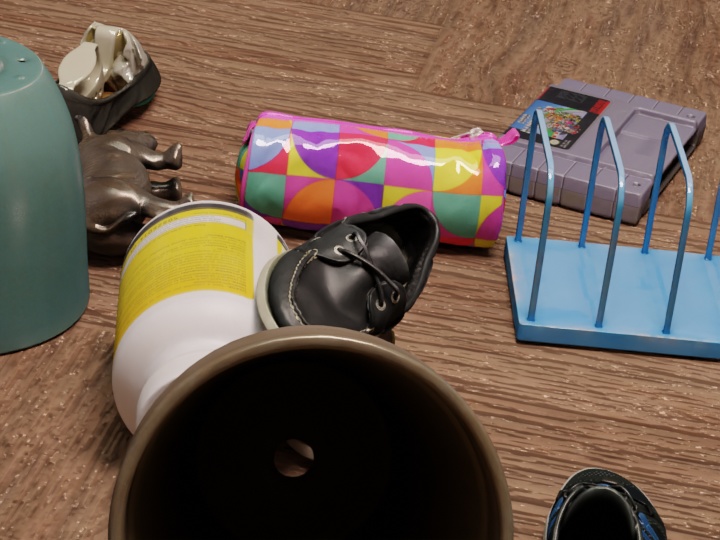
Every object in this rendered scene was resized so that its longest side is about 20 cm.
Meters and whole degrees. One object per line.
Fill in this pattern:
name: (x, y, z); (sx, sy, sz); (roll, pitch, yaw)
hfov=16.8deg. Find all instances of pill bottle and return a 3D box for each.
pill bottle: (-0.090, 0.047, 1.443); (0.112, 0.112, 0.200); (4, 26, -5)

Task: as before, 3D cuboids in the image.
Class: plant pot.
plant pot: (-0.031, 0.115, 1.259); (0.199, 0.201, 0.174); (4, 10, -6)
plant pot: (-0.268, -0.061, 1.565); (0.200, 0.162, 0.201); (6, 25, -3)

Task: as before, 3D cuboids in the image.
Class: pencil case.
pencil case: (0.010, -0.067, 1.738); (0.199, 0.089, 0.088); (4, 26, -5)

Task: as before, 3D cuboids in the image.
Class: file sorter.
file sorter: (0.208, -0.027, 1.660); (0.199, 0.123, 0.139); (6, 26, -3)

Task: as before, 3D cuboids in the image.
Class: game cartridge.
game cartridge: (0.185, -0.098, 1.906); (0.129, 0.039, 0.200); (19, 28, 15)

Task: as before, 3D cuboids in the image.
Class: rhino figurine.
rhino figurine: (-0.169, -0.066, 1.716); (0.087, 0.060, 0.200); (-3, 24, -9)

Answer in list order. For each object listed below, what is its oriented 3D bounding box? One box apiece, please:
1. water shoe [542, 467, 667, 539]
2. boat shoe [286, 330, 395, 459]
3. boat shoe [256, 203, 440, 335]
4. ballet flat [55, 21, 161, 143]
water shoe: (0.137, 0.147, 1.330); (0.071, 0.079, 0.200); (9, 26, 3)
boat shoe: (-0.012, 0.051, 1.513); (0.072, 0.060, 0.200); (8, 26, 0)
boat shoe: (0.002, 0.002, 1.442); (0.075, 0.066, 0.199); (56, 24, 4)
ballet flat: (-0.197, -0.147, 1.866); (0.068, 0.069, 0.200); (10, 26, 8)
